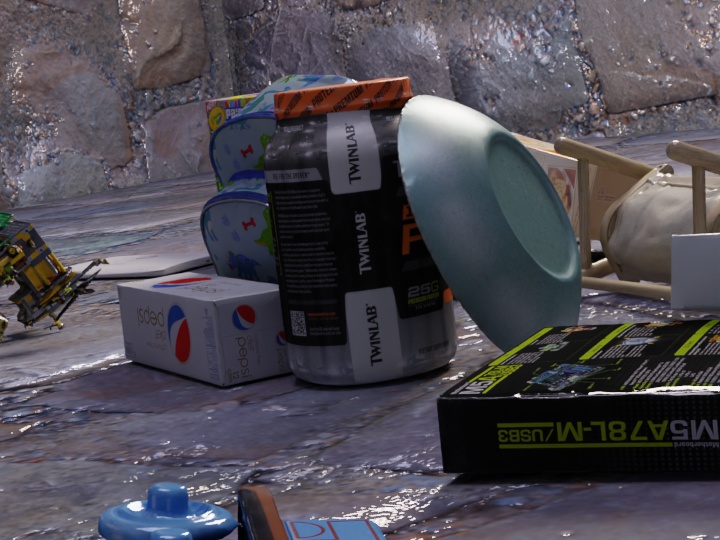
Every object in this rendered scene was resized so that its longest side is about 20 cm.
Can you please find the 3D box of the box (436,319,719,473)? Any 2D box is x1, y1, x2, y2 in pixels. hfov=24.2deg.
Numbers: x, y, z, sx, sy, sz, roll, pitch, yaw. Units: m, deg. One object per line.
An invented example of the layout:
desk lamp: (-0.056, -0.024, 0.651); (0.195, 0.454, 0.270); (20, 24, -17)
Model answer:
box: (0.162, 0.063, 0.898); (0.192, 0.048, 0.200); (-6, 7, 22)

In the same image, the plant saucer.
plant saucer: (0.098, -0.034, 1.110); (0.039, 0.202, 0.201); (-29, -4, 27)

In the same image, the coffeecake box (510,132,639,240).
coffeecake box: (0.182, -0.086, 1.649); (0.199, 0.074, 0.153); (19, 11, 38)

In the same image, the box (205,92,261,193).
box: (-0.079, -0.118, 2.003); (0.121, 0.194, 0.200); (-11, 7, -29)

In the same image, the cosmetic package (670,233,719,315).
cosmetic package: (0.303, 0.006, 1.031); (0.150, 0.052, 0.199); (-4, -7, 38)

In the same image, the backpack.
backpack: (-0.036, -0.046, 1.347); (0.182, 0.201, 0.147); (2, 31, 46)

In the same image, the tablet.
tablet: (-0.272, -0.007, 2.035); (0.199, 0.014, 0.130); (-1, 9, 36)

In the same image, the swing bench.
swing bench: (0.287, -0.046, 1.345); (0.199, 0.131, 0.199); (-4, 5, -20)

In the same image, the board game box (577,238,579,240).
board game box: (0.131, -0.038, 1.789); (0.199, 0.035, 0.126); (-2, 10, 37)

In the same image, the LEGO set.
LEGO set: (-0.326, 0.031, 1.540); (0.154, 0.116, 0.200); (-44, 20, -24)

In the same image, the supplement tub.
supplement tub: (-0.002, -0.029, 1.169); (0.122, 0.202, 0.123); (-7, 7, 1)

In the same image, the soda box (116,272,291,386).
soda box: (-0.119, 0.042, 1.282); (0.068, 0.064, 0.200); (-10, 8, -27)

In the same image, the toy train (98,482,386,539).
toy train: (-0.024, 0.118, 0.508); (0.113, 0.087, 0.200); (1, 4, -7)
